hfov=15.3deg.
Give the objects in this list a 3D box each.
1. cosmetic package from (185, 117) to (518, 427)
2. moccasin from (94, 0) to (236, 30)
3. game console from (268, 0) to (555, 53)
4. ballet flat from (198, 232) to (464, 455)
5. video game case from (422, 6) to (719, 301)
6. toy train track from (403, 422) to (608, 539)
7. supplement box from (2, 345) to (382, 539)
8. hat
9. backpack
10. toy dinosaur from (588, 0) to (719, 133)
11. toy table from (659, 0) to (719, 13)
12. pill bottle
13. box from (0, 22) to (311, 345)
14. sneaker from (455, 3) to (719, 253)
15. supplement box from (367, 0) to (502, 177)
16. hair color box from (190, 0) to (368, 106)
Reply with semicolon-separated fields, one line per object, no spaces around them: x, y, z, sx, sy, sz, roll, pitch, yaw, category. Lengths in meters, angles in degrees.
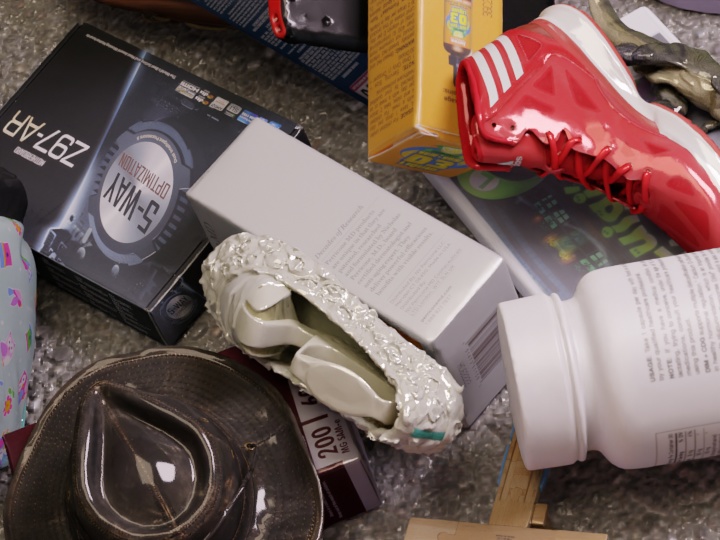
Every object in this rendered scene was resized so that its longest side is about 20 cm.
0.000;0.000;1.592;0.200;0.102;0.071;31;70;32;cosmetic package
-0.124;-0.199;1.791;0.201;0.078;0.074;8;74;17;moccasin
0.031;-0.214;1.690;0.200;0.031;0.177;5;72;-24;game console
-0.027;0.039;1.510;0.200;0.072;0.072;32;70;29;ballet flat
0.153;-0.058;1.625;0.182;0.023;0.200;-29;53;-11;video game case
0.093;0.129;1.520;0.114;0.033;0.200;4;50;19;toy train track
-0.099;0.116;1.567;0.200;0.061;0.109;-22;54;2;supplement box
-0.122;0.114;1.488;0.200;0.081;0.201;-7;58;12;hat
-0.265;0.029;1.610;0.126;0.167;0.201;2;83;24;backpack
0.179;-0.119;1.626;0.088;0.048;0.200;-28;50;-30;toy dinosaur
0.199;-0.265;1.708;0.200;0.117;0.184;32;69;33;toy table
0.181;0.047;1.481;0.200;0.113;0.114;-10;54;-1;pill bottle
-0.152;-0.059;1.714;0.200;0.044;0.160;27;68;31;box
0.128;-0.058;1.546;0.115;0.078;0.200;-27;59;-26;sneaker
0.044;-0.161;1.621;0.069;0.066;0.200;-28;56;52;supplement box
-0.041;-0.196;1.696;0.200;0.061;0.100;30;62;-13;hair color box
